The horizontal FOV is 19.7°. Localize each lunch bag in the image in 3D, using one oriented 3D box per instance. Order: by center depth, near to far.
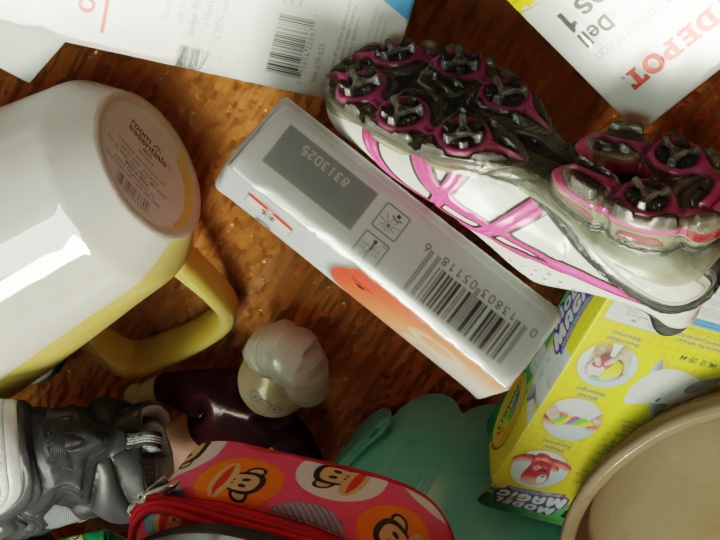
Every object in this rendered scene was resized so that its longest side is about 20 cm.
[{"bbox_3d":[-0.043,0.183,1.028,0.176,0.082,0.201,13,124,24],"label":"lunch bag"}]

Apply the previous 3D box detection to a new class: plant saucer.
[{"bbox_3d":[0.197,0.125,1.027,0.199,0.030,0.201,-1,132,-1],"label":"plant saucer"}]

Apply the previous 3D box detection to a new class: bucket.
[{"bbox_3d":[0.046,0.187,1.121,0.206,0.135,0.208,13,126,19],"label":"bucket"}]

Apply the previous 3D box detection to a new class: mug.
[{"bbox_3d":[-0.158,-0.025,1.101,0.153,0.186,0.150,-26,75,28],"label":"mug"}]

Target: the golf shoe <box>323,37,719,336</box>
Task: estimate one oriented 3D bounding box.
[{"bbox_3d":[0.066,-0.034,0.909,0.200,0.073,0.092,27,139,24],"label":"golf shoe"}]

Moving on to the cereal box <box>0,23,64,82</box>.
[{"bbox_3d":[-0.203,-0.187,0.989,0.200,0.040,0.144,28,128,-28],"label":"cereal box"}]

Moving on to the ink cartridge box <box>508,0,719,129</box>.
[{"bbox_3d":[0.108,-0.181,0.868,0.200,0.084,0.145,44,130,-8],"label":"ink cartridge box"}]

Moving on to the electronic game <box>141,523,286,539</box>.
[{"bbox_3d":[-0.046,0.207,0.962,0.199,0.042,0.201,13,120,25],"label":"electronic game"}]

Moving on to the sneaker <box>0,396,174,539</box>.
[{"bbox_3d":[-0.162,0.119,1.153,0.113,0.076,0.200,-1,163,-12],"label":"sneaker"}]

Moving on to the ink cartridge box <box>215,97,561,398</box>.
[{"bbox_3d":[0.000,0.000,1.000,0.162,0.050,0.200,38,166,-2],"label":"ink cartridge box"}]

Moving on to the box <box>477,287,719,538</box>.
[{"bbox_3d":[0.143,0.056,1.012,0.117,0.048,0.200,16,128,-15],"label":"box"}]

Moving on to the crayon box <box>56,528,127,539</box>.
[{"bbox_3d":[-0.152,0.212,1.201,0.118,0.058,0.200,-16,154,17],"label":"crayon box"}]

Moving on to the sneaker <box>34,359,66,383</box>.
[{"bbox_3d":[-0.269,0.018,1.175,0.200,0.115,0.076,38,130,-2],"label":"sneaker"}]

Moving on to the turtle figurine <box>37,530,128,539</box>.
[{"bbox_3d":[-0.219,0.177,1.293,0.199,0.064,0.162,-13,115,33],"label":"turtle figurine"}]

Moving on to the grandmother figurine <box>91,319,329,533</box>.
[{"bbox_3d":[-0.075,0.096,1.169,0.121,0.061,0.200,22,135,-19],"label":"grandmother figurine"}]

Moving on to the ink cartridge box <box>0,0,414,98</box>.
[{"bbox_3d":[-0.072,-0.157,0.947,0.199,0.067,0.116,13,129,-7],"label":"ink cartridge box"}]
